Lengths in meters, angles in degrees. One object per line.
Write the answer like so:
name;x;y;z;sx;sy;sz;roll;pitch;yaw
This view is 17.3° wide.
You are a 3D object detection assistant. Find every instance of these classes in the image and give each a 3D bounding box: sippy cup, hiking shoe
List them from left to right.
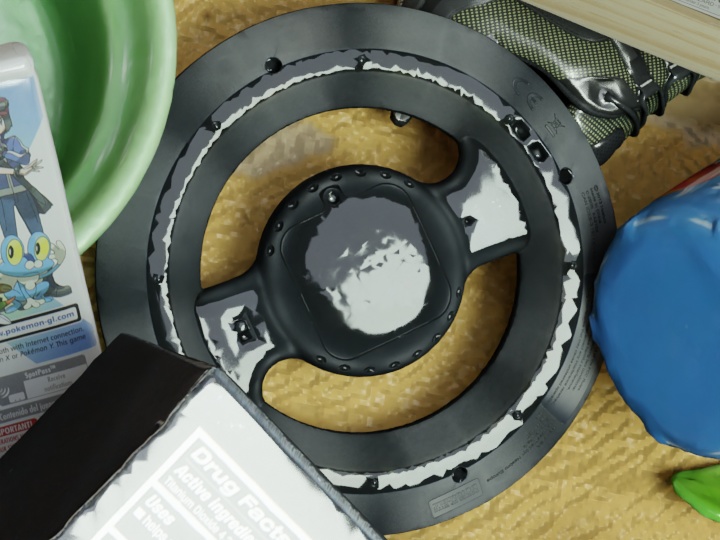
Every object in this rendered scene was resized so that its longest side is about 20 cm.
hiking shoe;0.108;-0.087;0.948;0.199;0.076;0.101;5;87;-8
sippy cup;0.161;0.008;0.888;0.130;0.139;0.179;-20;99;-40

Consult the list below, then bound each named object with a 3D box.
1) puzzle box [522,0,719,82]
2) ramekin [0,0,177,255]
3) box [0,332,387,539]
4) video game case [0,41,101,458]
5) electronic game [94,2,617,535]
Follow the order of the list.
puzzle box;0.077;-0.155;0.909;0.199;0.025;0.133;24;49;8
ramekin;-0.172;-0.074;0.832;0.199;0.098;0.201;3;79;-17
box;-0.058;0.159;0.704;0.198;0.123;0.200;-45;106;-9
video game case;-0.183;0.036;0.758;0.199;0.022;0.183;-15;116;-10
electronic game;0.000;0.000;0.892;0.199;0.042;0.201;0;91;-8
